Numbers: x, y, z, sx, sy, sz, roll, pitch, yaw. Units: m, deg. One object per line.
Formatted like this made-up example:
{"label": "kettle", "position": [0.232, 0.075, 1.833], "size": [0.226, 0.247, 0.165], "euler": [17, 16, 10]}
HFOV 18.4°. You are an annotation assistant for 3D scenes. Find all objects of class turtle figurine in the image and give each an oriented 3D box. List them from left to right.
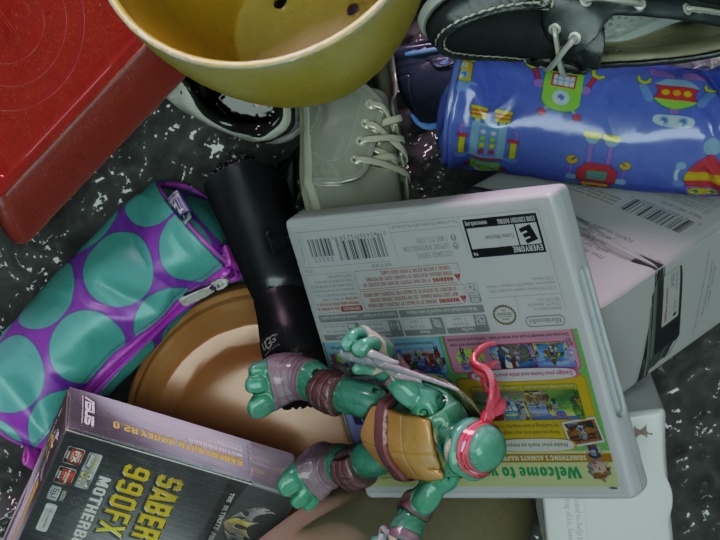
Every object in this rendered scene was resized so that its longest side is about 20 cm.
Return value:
{"label": "turtle figurine", "position": [0.018, 0.099, 1.260], "size": [0.100, 0.200, 0.151], "euler": [-10, 98, -35]}

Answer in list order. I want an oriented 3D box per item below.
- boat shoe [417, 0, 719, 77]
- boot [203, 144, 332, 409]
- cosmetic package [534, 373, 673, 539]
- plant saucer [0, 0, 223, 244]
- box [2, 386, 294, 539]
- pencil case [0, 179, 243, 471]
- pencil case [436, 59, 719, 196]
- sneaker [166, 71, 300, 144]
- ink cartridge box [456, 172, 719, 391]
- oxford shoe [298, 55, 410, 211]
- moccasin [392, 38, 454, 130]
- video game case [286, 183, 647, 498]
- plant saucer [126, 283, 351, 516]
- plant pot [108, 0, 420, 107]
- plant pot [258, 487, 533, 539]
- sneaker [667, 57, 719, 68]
{"label": "boat shoe", "position": [0.134, -0.147, 1.307], "size": [0.199, 0.076, 0.061], "euler": [-11, 66, -10]}
{"label": "boot", "position": [0.000, 0.000, 1.440], "size": [0.076, 0.199, 0.169], "euler": [-34, 65, 44]}
{"label": "cosmetic package", "position": [0.146, 0.109, 1.398], "size": [0.081, 0.200, 0.114], "euler": [-6, 105, 3]}
{"label": "plant saucer", "position": [-0.219, -0.154, 1.408], "size": [0.200, 0.037, 0.200], "euler": [-44, 78, 13]}
{"label": "box", "position": [-0.151, 0.186, 1.448], "size": [0.158, 0.048, 0.201], "euler": [19, 120, -16]}
{"label": "pencil case", "position": [-0.164, 0.033, 1.451], "size": [0.200, 0.085, 0.093], "euler": [-45, 54, 9]}
{"label": "pencil case", "position": [0.147, -0.096, 1.366], "size": [0.199, 0.078, 0.087], "euler": [6, 73, 3]}
{"label": "sneaker", "position": [-0.119, -0.147, 1.426], "size": [0.199, 0.080, 0.074], "euler": [29, 101, -2]}
{"label": "ink cartridge box", "position": [0.125, 0.003, 1.359], "size": [0.144, 0.200, 0.085], "euler": [23, 122, 30]}
{"label": "oxford shoe", "position": [0.002, -0.074, 1.393], "size": [0.075, 0.201, 0.058], "euler": [21, 140, -41]}
{"label": "moccasin", "position": [0.112, -0.160, 1.419], "size": [0.199, 0.080, 0.068], "euler": [-28, 94, 4]}
{"label": "video game case", "position": [0.058, 0.046, 1.283], "size": [0.199, 0.022, 0.183], "euler": [-5, 108, 41]}
{"label": "plant saucer", "position": [-0.061, 0.109, 1.488], "size": [0.199, 0.037, 0.202], "euler": [0, 100, 1]}
{"label": "plant pot", "position": [-0.042, -0.176, 1.313], "size": [0.199, 0.142, 0.201], "euler": [-5, 66, 12]}
{"label": "plant pot", "position": [0.023, 0.202, 1.408], "size": [0.187, 0.200, 0.188], "euler": [24, 137, 24]}
{"label": "sneaker", "position": [0.232, -0.079, 1.444], "size": [0.082, 0.075, 0.201], "euler": [-31, 90, 18]}
